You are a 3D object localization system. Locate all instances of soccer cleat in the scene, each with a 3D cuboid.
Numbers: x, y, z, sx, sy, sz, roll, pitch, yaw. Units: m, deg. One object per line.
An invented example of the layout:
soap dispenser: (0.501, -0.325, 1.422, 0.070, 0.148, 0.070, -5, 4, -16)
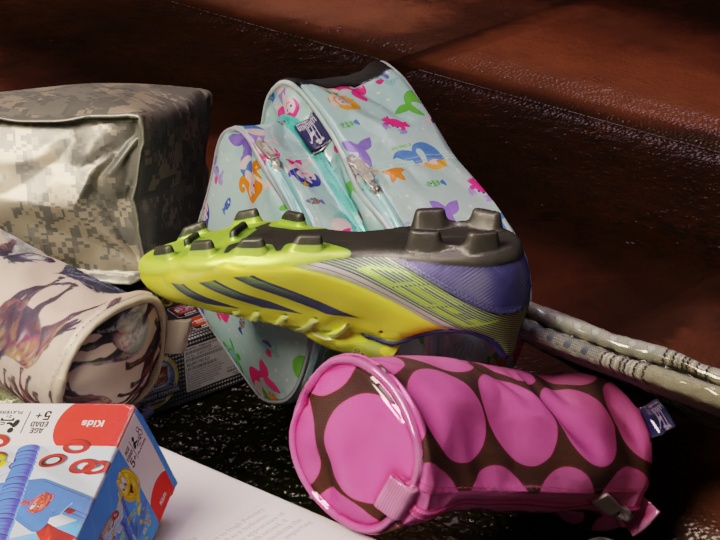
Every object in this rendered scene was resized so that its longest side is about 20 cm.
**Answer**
soccer cleat: (-0.015, 0.014, 0.846, 0.200, 0.084, 0.065, 0, 21, 11)

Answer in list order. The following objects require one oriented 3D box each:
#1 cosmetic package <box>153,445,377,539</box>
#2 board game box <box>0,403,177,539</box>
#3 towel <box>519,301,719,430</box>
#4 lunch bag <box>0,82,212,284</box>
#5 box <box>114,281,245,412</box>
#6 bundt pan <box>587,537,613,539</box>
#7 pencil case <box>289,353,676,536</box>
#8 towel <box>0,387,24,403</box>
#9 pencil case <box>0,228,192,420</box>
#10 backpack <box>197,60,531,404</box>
cosmetic package: (-0.093, 0.146, 0.799, 0.200, 0.074, 0.102, 17, 30, 38)
board game box: (-0.205, 0.146, 0.723, 0.200, 0.056, 0.196, -2, 42, 19)
towel: (0.186, 0.062, 0.886, 0.200, 0.035, 0.193, 21, -4, 35)
lunch bag: (-0.207, -0.058, 1.058, 0.200, 0.118, 0.164, 3, 12, 9)
box: (-0.195, 0.049, 1.042, 0.200, 0.044, 0.160, -18, 31, -31)
bundt pan: (0.107, 0.176, 0.635, 0.202, 0.076, 0.202, 18, 28, -10)
pencil case: (0.062, 0.089, 0.821, 0.200, 0.091, 0.094, 6, 46, -44)
towel: (-0.235, 0.050, 0.952, 0.200, 0.036, 0.148, 3, 27, 9)
pencil case: (-0.187, 0.015, 0.892, 0.200, 0.078, 0.089, 25, 18, 34)
backpack: (0.000, 0.000, 0.967, 0.151, 0.178, 0.200, -20, 56, -34)
